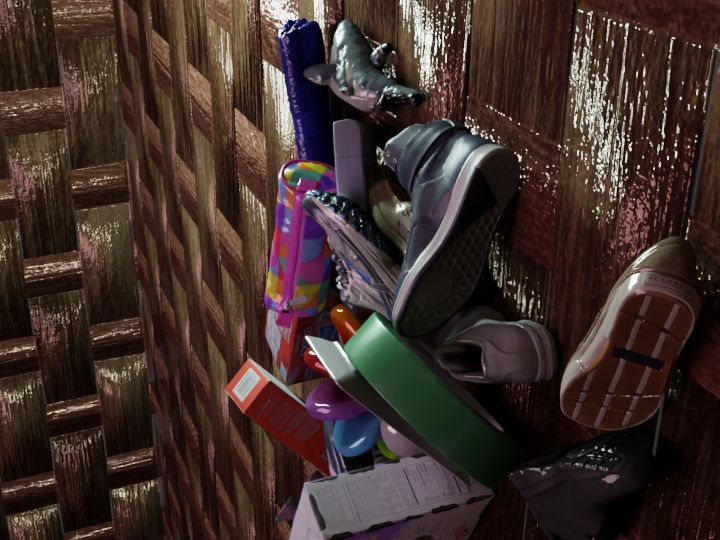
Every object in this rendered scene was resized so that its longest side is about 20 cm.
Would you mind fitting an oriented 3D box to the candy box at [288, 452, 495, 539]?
[{"bbox_3d":[0.029,0.280,1.126,0.168,0.199,0.072,106,147,-49],"label":"candy box"}]

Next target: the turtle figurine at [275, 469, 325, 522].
[{"bbox_3d":[-0.012,0.370,1.406,0.200,0.150,0.101,38,115,12],"label":"turtle figurine"}]

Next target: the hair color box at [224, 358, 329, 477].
[{"bbox_3d":[-0.090,0.216,1.440,0.200,0.061,0.101,41,175,-25],"label":"hair color box"}]

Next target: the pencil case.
[{"bbox_3d":[-0.069,-0.033,1.235,0.088,0.088,0.201,-126,37,-49],"label":"pencil case"}]

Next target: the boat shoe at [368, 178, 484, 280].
[{"bbox_3d":[0.070,-0.040,1.076,0.065,0.072,0.201,-46,43,18],"label":"boat shoe"}]

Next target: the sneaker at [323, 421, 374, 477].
[{"bbox_3d":[-0.022,0.268,1.257,0.082,0.070,0.201,-22,79,33],"label":"sneaker"}]

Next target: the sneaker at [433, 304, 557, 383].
[{"bbox_3d":[0.105,0.078,0.993,0.200,0.088,0.076,172,86,-70],"label":"sneaker"}]

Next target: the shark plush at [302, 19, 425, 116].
[{"bbox_3d":[0.006,-0.226,1.148,0.084,0.090,0.200,-61,25,10],"label":"shark plush"}]

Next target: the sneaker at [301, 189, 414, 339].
[{"bbox_3d":[0.000,0.000,1.082,0.200,0.085,0.077,46,-163,5],"label":"sneaker"}]

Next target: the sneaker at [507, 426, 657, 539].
[{"bbox_3d":[0.196,0.187,0.850,0.091,0.075,0.200,66,164,10],"label":"sneaker"}]

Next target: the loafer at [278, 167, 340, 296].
[{"bbox_3d":[-0.052,-0.048,1.309,0.201,0.072,0.063,58,-175,18],"label":"loafer"}]

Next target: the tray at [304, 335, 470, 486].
[{"bbox_3d":[0.033,0.133,1.007,0.200,0.022,0.107,41,-176,-29],"label":"tray"}]

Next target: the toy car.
[{"bbox_3d":[0.007,0.129,1.183,0.175,0.149,0.202,-158,60,-65],"label":"toy car"}]

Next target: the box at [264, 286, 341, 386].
[{"bbox_3d":[-0.068,0.056,1.421,0.201,0.095,0.100,102,148,-46],"label":"box"}]

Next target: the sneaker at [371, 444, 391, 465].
[{"bbox_3d":[0.016,0.225,1.313,0.109,0.070,0.201,-128,27,-59],"label":"sneaker"}]

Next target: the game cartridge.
[{"bbox_3d":[0.001,-0.072,1.180,0.133,0.041,0.202,-31,-65,-76],"label":"game cartridge"}]

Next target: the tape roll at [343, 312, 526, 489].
[{"bbox_3d":[0.072,0.124,0.985,0.200,0.048,0.200,42,-177,-3],"label":"tape roll"}]

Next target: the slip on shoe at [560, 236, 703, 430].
[{"bbox_3d":[0.204,0.053,0.771,0.201,0.075,0.061,95,-164,-52],"label":"slip on shoe"}]

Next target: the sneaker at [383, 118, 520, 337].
[{"bbox_3d":[0.064,-0.049,0.994,0.146,0.077,0.203,43,111,50],"label":"sneaker"}]

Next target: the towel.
[{"bbox_3d":[-0.060,-0.211,1.280,0.148,0.049,0.202,-90,-9,-70],"label":"towel"}]
